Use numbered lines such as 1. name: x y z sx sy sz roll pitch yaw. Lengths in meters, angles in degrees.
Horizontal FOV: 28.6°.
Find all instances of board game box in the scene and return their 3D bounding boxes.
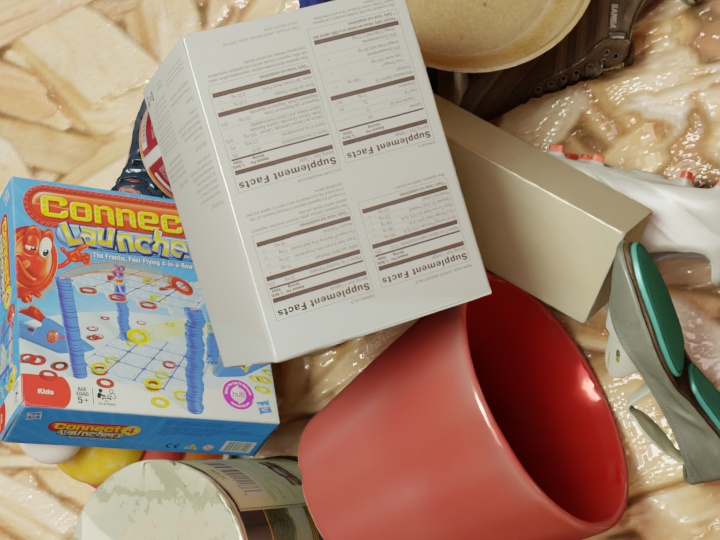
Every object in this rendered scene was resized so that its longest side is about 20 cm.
1. board game box: -0.172 0.036 1.070 0.056 0.198 0.197 -50 42 46

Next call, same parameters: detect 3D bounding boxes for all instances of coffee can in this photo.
1. coffee can: -0.101 0.213 1.057 0.145 0.200 0.148 -3 82 24

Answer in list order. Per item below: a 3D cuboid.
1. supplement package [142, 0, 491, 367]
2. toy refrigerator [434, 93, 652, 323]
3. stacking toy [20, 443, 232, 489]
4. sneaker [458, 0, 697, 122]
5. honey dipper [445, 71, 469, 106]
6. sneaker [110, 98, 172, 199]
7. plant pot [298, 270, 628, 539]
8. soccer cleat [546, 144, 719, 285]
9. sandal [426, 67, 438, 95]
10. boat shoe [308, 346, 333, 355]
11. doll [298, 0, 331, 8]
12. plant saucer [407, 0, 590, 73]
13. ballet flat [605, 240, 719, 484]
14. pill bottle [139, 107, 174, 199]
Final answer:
1. supplement package: -0.033 -0.055 0.920 0.149 0.152 0.202 -17 90 -18
2. toy refrigerator: 0.099 -0.051 1.010 0.199 0.070 0.076 30 119 19
3. stacking toy: -0.201 0.121 1.113 0.145 0.200 0.148 -3 82 24
4. sneaker: 0.162 -0.167 1.050 0.200 0.070 0.076 -43 90 10
5. honey dipper: 0.084 -0.106 1.102 0.038 0.038 0.202 -9 82 23
6. sneaker: -0.182 -0.066 1.191 0.074 0.084 0.202 5 85 25
7. plant pot: 0.064 0.128 1.007 0.177 0.200 0.202 -32 72 27
8. soccer cleat: 0.181 -0.043 1.035 0.198 0.069 0.078 14 92 22
9. sandal: 0.028 -0.166 1.114 0.075 0.045 0.202 -18 76 58
10. boat shoe: 0.000 0.000 1.102 0.199 0.065 0.073 -36 68 22
11. doll: -0.022 -0.242 1.135 0.136 0.048 0.202 -3 75 57
12. plant saucer: 0.070 -0.226 1.006 0.198 0.035 0.202 1 73 -5
13. ballet flat: 0.202 0.071 0.964 0.063 0.068 0.201 -22 116 26
14. pill bottle: -0.103 -0.114 1.088 0.112 0.200 0.114 1 86 -17
